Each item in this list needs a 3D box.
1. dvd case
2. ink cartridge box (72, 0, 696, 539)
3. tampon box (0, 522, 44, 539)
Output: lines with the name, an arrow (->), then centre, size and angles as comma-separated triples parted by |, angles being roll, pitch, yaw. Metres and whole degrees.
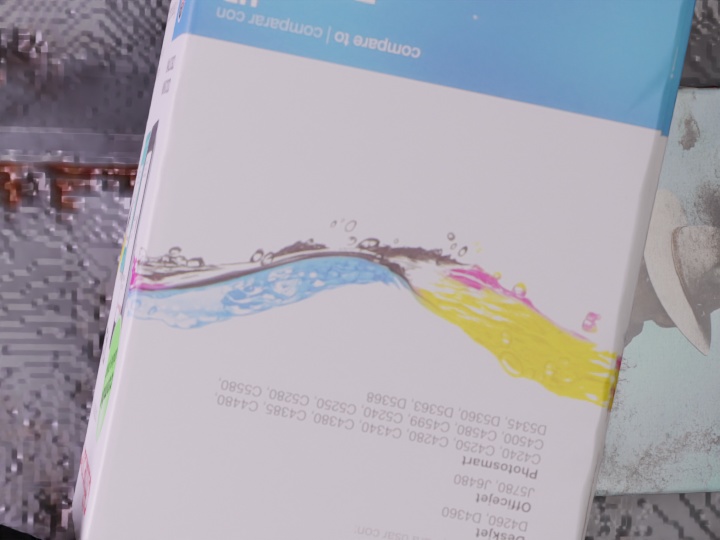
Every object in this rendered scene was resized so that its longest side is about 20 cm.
dvd case -> 0.043, 0.008, 0.848 | 0.200, 0.022, 0.146 | -1, 92, -10
ink cartridge box -> 0.000, 0.000, 0.756 | 0.146, 0.147, 0.200 | 11, 90, -8
tampon box -> -0.074, 0.158, 0.730 | 0.200, 0.150, 0.126 | 21, 84, 8
